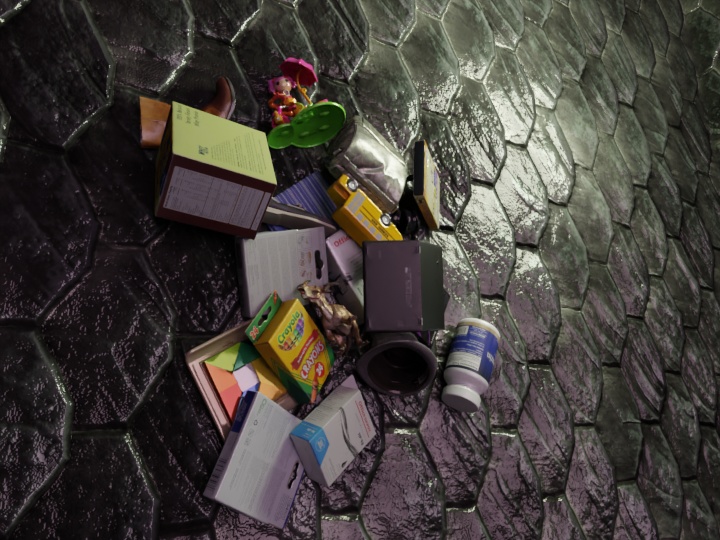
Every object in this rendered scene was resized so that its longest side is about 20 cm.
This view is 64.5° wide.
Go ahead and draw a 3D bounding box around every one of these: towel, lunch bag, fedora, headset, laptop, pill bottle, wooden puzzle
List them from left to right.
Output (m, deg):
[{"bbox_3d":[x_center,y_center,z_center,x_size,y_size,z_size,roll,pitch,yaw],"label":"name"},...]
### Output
[{"bbox_3d":[-0.228,0.216,1.134,0.182,0.037,0.205,-26,90,-36],"label":"wooden puzzle"},{"bbox_3d":[-0.126,-0.127,1.314,0.199,0.024,0.147,-39,94,-36],"label":"towel"},{"bbox_3d":[0.012,-0.237,1.324,0.199,0.139,0.170,40,22,-23],"label":"lunch bag"},{"bbox_3d":[0.081,0.191,1.279,0.199,0.175,0.092,39,28,-32],"label":"fedora"},{"bbox_3d":[0.100,-0.132,1.414,0.120,0.093,0.208,11,79,-29],"label":"headset"},{"bbox_3d":[0.099,0.037,1.249,0.192,0.116,0.195,-1,85,-3],"label":"laptop"},{"bbox_3d":[0.267,0.232,1.397,0.114,0.115,0.205,32,62,-19],"label":"pill bottle"}]

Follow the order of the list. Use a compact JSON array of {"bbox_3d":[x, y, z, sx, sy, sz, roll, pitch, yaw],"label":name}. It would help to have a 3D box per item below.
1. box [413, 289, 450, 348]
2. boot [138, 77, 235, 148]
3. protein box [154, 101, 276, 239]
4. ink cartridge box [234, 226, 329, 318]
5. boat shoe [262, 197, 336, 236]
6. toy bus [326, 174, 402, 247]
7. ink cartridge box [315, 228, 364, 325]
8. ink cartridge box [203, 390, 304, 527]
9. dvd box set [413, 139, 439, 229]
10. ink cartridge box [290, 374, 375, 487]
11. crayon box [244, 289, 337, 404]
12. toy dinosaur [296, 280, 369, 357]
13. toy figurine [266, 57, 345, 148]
[{"bbox_3d":[0.138,0.072,1.335,0.200,0.035,0.146,46,61,-45],"label":"box"},{"bbox_3d":[-0.368,-0.337,1.212,0.193,0.068,0.196,4,80,-24],"label":"boot"},{"bbox_3d":[-0.287,-0.193,1.112,0.195,0.137,0.201,13,35,-28],"label":"protein box"},{"bbox_3d":[-0.163,-0.001,1.205,0.196,0.056,0.169,-12,103,-39],"label":"ink cartridge box"},{"bbox_3d":[-0.141,-0.128,1.248,0.194,0.073,0.065,14,64,-19],"label":"boat shoe"},{"bbox_3d":[0.004,-0.112,1.263,0.200,0.065,0.079,44,58,-14],"label":"toy bus"},{"bbox_3d":[0.000,0.000,1.315,0.145,0.085,0.204,-32,92,-35],"label":"ink cartridge box"},{"bbox_3d":[-0.184,0.365,1.096,0.200,0.040,0.204,46,55,-40],"label":"ink cartridge box"},{"bbox_3d":[0.170,-0.212,1.447,0.200,0.028,0.152,46,44,-64],"label":"dvd box set"},{"bbox_3d":[-0.041,0.323,1.177,0.199,0.065,0.119,-39,118,-38],"label":"ink cartridge box"},{"bbox_3d":[-0.136,0.153,1.157,0.203,0.050,0.128,57,42,-25],"label":"crayon box"},{"bbox_3d":[-0.050,0.098,1.228,0.084,0.201,0.137,-30,51,1],"label":"toy dinosaur"},{"bbox_3d":[-0.156,-0.404,1.337,0.194,0.151,0.189,-20,71,-10],"label":"toy figurine"}]
